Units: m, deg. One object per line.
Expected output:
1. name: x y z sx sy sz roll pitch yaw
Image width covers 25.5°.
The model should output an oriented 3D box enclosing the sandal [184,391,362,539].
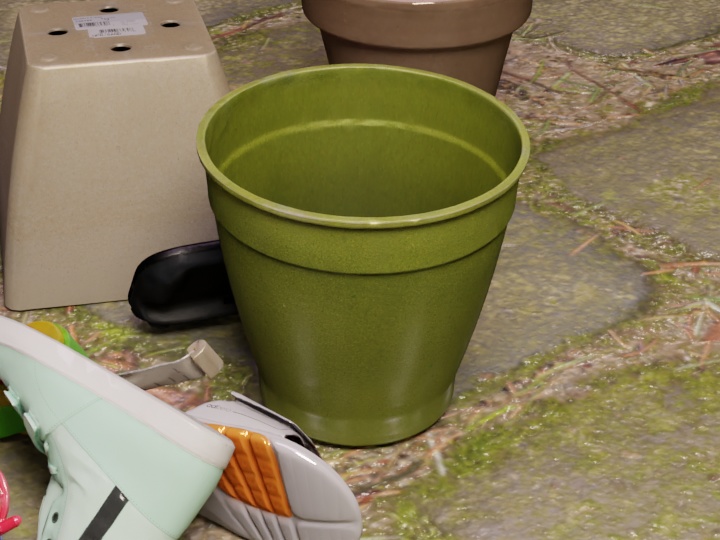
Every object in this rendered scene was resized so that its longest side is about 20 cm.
1. sandal: -0.082 0.104 0.939 0.206 0.079 0.059 14 34 27

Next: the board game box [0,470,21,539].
1. board game box: -0.210 0.116 0.832 0.039 0.158 0.200 -27 31 2

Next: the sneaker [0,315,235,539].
1. sneaker: -0.178 0.104 0.897 0.200 0.118 0.074 25 -8 31

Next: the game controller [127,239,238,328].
1. game controller: -0.063 -0.003 1.122 0.200 0.104 0.042 -10 63 -19

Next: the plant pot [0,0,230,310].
1. plant pot: -0.183 -0.103 1.213 0.199 0.177 0.200 -6 30 -12

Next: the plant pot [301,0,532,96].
1. plant pot: 0.046 -0.183 1.363 0.200 0.175 0.200 1 30 0

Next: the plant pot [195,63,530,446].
1. plant pot: 0.000 0.000 1.004 0.200 0.193 0.200 1 32 -1

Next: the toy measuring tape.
1. toy measuring tape: -0.173 0.057 0.993 0.200 0.074 0.074 -16 23 22
